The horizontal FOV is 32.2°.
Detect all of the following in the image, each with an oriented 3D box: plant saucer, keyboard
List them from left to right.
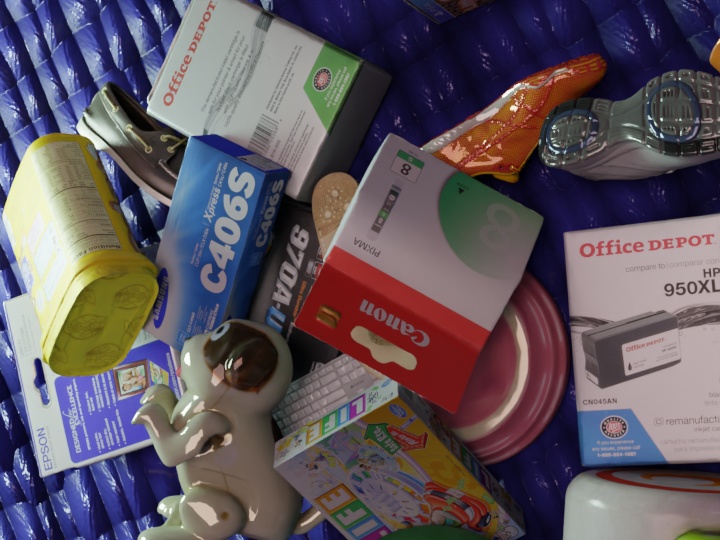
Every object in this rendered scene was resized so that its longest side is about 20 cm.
[{"bbox_3d":[-0.041,0.125,1.170,0.199,0.011,0.057,-30,77,23],"label":"keyboard"},{"bbox_3d":[0.090,0.080,1.143,0.199,0.051,0.203,-2,86,24],"label":"plant saucer"}]

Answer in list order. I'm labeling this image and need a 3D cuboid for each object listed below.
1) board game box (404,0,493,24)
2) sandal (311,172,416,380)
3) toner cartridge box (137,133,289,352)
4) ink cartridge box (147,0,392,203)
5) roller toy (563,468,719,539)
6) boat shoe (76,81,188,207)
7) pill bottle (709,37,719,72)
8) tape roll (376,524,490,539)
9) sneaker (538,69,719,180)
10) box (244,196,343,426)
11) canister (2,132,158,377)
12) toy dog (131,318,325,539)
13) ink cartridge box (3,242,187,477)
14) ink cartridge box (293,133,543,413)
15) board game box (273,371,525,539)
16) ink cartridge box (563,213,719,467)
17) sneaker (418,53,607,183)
[{"bbox_3d":[0.121,-0.344,1.128,0.199,0.097,0.161,-20,79,21],"label":"board game box"},{"bbox_3d":[-0.005,0.002,1.118,0.077,0.070,0.213,-25,69,13],"label":"sandal"},{"bbox_3d":[-0.142,-0.019,1.187,0.095,0.043,0.202,26,109,26],"label":"toner cartridge box"},{"bbox_3d":[-0.092,-0.174,1.221,0.199,0.083,0.147,31,100,22],"label":"ink cartridge box"},{"bbox_3d":[0.253,0.236,0.990,0.181,0.199,0.141,2,88,37],"label":"roller toy"},{"bbox_3d":[-0.211,-0.123,1.278,0.201,0.072,0.061,38,107,25],"label":"boat shoe"},{"bbox_3d":[0.376,-0.132,0.997,0.200,0.106,0.106,45,104,19],"label":"pill bottle"},{"bbox_3d":[0.069,0.326,1.100,0.198,0.048,0.202,4,108,11],"label":"tape roll"},{"bbox_3d":[0.249,-0.115,1.045,0.199,0.087,0.075,-1,74,44],"label":"sneaker"},{"bbox_3d":[-0.073,0.034,1.220,0.158,0.046,0.202,20,96,24],"label":"box"},{"bbox_3d":[-0.283,-0.019,1.234,0.149,0.086,0.201,-57,47,35],"label":"canister"},{"bbox_3d":[-0.115,0.145,1.128,0.192,0.140,0.202,4,97,10],"label":"toy dog"},{"bbox_3d":[-0.268,0.096,1.306,0.199,0.043,0.200,-19,79,20],"label":"ink cartridge box"},{"bbox_3d":[0.053,-0.003,1.065,0.160,0.201,0.050,28,144,-4],"label":"ink cartridge box"},{"bbox_3d":[0.037,0.193,1.100,0.134,0.034,0.200,-32,119,20],"label":"board game box"},{"bbox_3d":[0.255,0.060,1.051,0.143,0.084,0.202,-6,84,23],"label":"ink cartridge box"},{"bbox_3d":[0.144,-0.128,1.131,0.199,0.073,0.077,-34,90,26],"label":"sneaker"}]
